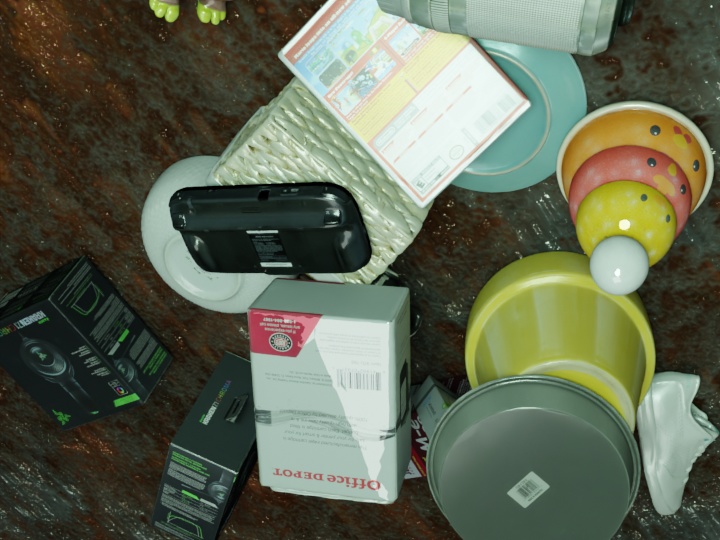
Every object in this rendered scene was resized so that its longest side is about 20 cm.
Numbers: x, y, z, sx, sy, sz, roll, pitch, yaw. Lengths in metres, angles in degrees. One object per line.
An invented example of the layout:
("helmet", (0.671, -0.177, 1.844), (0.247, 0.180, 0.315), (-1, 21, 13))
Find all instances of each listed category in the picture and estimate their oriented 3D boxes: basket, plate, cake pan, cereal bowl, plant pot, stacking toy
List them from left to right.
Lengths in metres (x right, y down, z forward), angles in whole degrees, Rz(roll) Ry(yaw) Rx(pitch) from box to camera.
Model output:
("cereal bowl", (-0.167, -0.027, 1.107), (0.199, 0.084, 0.201), (11, 130, 13))
("basket", (-0.029, -0.092, 0.962), (0.200, 0.136, 0.123), (40, 134, -12))
("plate", (0.118, -0.156, 0.935), (0.199, 0.026, 0.201), (10, 130, 12))
("cake pan", (0.158, 0.193, 0.886), (0.199, 0.037, 0.202), (3, 112, 8))
("plant pot", (0.202, 0.105, 0.967), (0.199, 0.189, 0.202), (3, 111, 7))
("stacking toy", (0.240, -0.045, 0.858), (0.145, 0.201, 0.147), (10, 131, 11))

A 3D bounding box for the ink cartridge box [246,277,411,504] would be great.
("ink cartridge box", (-0.026, 0.119, 0.954), (0.144, 0.083, 0.201), (4, 113, 13))

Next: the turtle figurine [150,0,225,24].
("turtle figurine", (-0.124, -0.267, 0.855), (0.161, 0.199, 0.065), (-6, 104, 49))

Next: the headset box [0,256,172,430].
("headset box", (-0.376, 0.106, 1.273), (0.173, 0.093, 0.200), (-20, 118, 32))

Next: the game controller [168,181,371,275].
("game controller", (-0.088, -0.038, 0.922), (0.199, 0.042, 0.105), (1, 141, 23))

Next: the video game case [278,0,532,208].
("video game case", (0.041, -0.178, 0.892), (0.143, 0.017, 0.200), (-43, 94, 14))

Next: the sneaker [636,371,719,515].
("sneaker", (0.365, 0.201, 1.097), (0.088, 0.075, 0.201), (-10, 122, 13))

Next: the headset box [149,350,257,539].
("headset box", (-0.185, 0.232, 1.256), (0.092, 0.175, 0.201), (23, 130, 3))

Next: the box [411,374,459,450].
("box", (0.133, 0.189, 1.019), (0.156, 0.200, 0.041), (37, 94, -5))

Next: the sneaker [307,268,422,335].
("sneaker", (0.000, 0.000, 1.056), (0.087, 0.076, 0.200), (5, 143, 51))

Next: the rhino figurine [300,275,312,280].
("rhino figurine", (-0.058, 0.097, 1.080), (0.087, 0.201, 0.060), (-12, 157, 12))

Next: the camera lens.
("camera lens", (0.124, -0.262, 0.759), (0.199, 0.160, 0.161), (12, 130, 12))

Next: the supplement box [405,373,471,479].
("supplement box", (0.124, 0.189, 1.180), (0.199, 0.061, 0.109), (-16, 118, 31))
